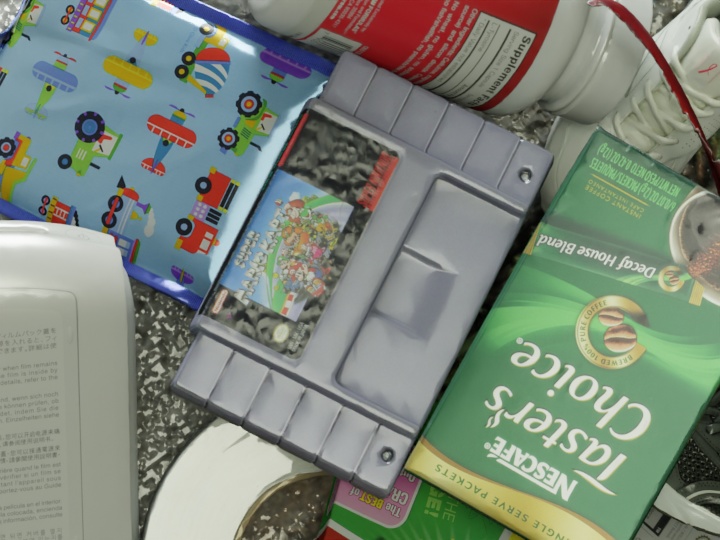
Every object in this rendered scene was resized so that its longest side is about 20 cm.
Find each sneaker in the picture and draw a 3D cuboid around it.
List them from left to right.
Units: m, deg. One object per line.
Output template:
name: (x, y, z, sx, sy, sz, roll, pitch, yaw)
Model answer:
sneaker: (0.157, 0.057, 1.553, 0.200, 0.080, 0.086, 43, 113, 23)
sneaker: (0.173, -0.101, 1.620, 0.078, 0.099, 0.200, 43, 84, 0)

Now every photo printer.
photo printer: (-0.199, 0.070, 1.552, 0.166, 0.069, 0.200, -6, 116, -13)

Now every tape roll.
tape roll: (-0.019, 0.158, 1.606, 0.202, 0.071, 0.203, 0, 87, -4)

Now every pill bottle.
pill bottle: (0.049, -0.150, 1.576, 0.200, 0.112, 0.112, 20, 85, -21)

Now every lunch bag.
lunch bag: (-0.125, -0.080, 1.607, 0.200, 0.094, 0.151, 27, 88, 6)

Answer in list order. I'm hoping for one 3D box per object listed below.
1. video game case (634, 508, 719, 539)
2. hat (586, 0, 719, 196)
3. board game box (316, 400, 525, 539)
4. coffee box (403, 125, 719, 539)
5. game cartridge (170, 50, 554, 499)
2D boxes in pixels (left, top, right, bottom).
video game case: (0.176, 0.205, 1.608, 0.182, 0.023, 0.200, 41, 71, -13)
hat: (0.218, -0.058, 1.607, 0.165, 0.200, 0.176, -28, 68, -23)
board game box: (0.047, 0.171, 1.515, 0.153, 0.040, 0.200, 18, 59, -4)
coffee box: (0.121, 0.044, 1.497, 0.123, 0.044, 0.200, 31, 90, 5)
game cartridge: (0.000, 0.000, 1.519, 0.129, 0.038, 0.200, 27, 77, -3)
